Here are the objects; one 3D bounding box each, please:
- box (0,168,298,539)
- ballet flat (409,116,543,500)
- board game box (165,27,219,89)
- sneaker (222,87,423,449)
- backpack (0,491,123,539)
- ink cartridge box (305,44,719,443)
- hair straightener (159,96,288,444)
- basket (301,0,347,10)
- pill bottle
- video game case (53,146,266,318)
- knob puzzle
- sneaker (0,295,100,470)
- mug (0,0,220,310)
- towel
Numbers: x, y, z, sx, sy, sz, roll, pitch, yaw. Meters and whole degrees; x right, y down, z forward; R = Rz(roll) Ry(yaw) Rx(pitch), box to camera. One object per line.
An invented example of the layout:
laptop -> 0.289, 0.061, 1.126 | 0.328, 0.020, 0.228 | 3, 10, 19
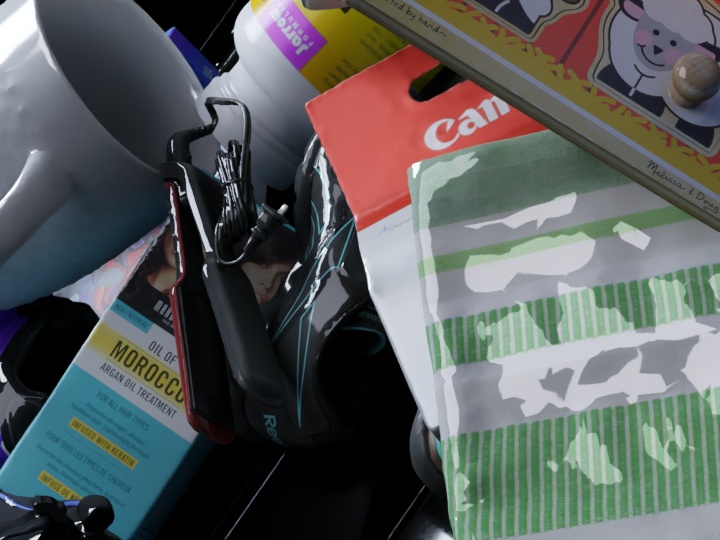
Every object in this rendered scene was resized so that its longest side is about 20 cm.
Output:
box -> -0.104, 0.054, 1.086 | 0.201, 0.082, 0.049 | -57, -10, -6
ballet flat -> 0.065, 0.010, 0.927 | 0.201, 0.068, 0.068 | -66, 6, -17
board game box -> -0.191, -0.062, 1.336 | 0.199, 0.045, 0.135 | -27, 29, 40
sneaker -> 0.000, 0.000, 1.035 | 0.079, 0.075, 0.202 | 11, 76, 46
backpack -> -0.176, 0.212, 0.967 | 0.199, 0.154, 0.191 | -10, 42, 57
ink cartridge box -> 0.070, -0.041, 0.879 | 0.159, 0.047, 0.201 | -28, 61, 7
hair straightener -> -0.060, -0.014, 1.023 | 0.077, 0.041, 0.201 | -31, 46, 26
basket -> 0.035, -0.222, 0.936 | 0.174, 0.140, 0.201 | -4, 49, 7
pill bottle -> 0.001, -0.140, 1.128 | 0.200, 0.104, 0.105 | -45, 31, 13
video game case -> -0.127, 0.009, 1.229 | 0.182, 0.023, 0.201 | -35, 35, 28
knob puzzle -> 0.117, -0.140, 0.816 | 0.031, 0.218, 0.221 | 115, 176, -64
sneaker -> -0.194, 0.041, 1.211 | 0.099, 0.070, 0.201 | -31, 38, 19
mug -> -0.192, -0.048, 1.123 | 0.175, 0.148, 0.201 | -36, 20, 23
towel -> 0.099, 0.029, 0.797 | 0.151, 0.023, 0.202 | -13, 63, 15
